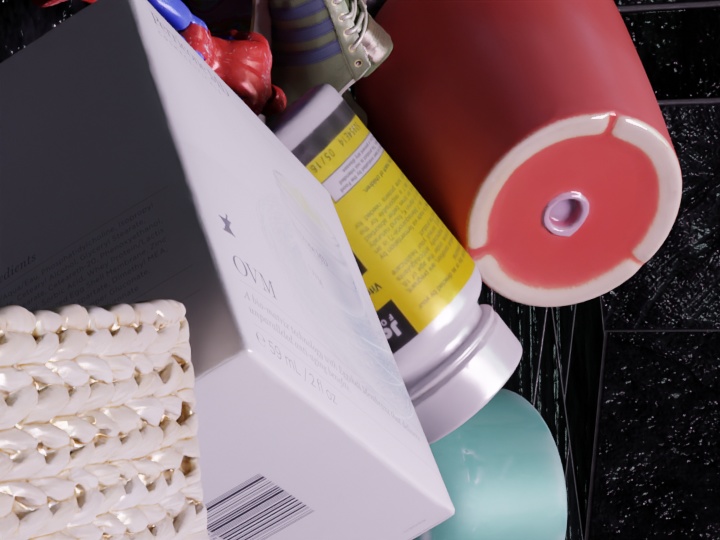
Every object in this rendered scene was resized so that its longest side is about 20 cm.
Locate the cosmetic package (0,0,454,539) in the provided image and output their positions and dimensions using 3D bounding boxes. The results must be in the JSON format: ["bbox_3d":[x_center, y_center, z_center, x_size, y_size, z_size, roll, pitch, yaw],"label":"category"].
[{"bbox_3d":[-0.075,0.021,0.706,0.199,0.122,0.201,44,19,-54],"label":"cosmetic package"}]

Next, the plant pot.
[{"bbox_3d":[0.109,-0.085,1.029,0.178,0.198,0.202,-111,-174,-50],"label":"plant pot"}]

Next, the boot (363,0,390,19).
[{"bbox_3d":[0.011,-0.220,1.139,0.200,0.149,0.074,48,-51,55],"label":"boot"}]

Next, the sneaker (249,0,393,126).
[{"bbox_3d":[-0.021,-0.158,0.980,0.201,0.089,0.067,102,5,-47],"label":"sneaker"}]

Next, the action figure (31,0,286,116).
[{"bbox_3d":[-0.125,-0.132,0.925,0.199,0.098,0.066,29,62,-48],"label":"action figure"}]

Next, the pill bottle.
[{"bbox_3d":[0.000,0.000,0.946,0.200,0.114,0.114,50,25,-9],"label":"pill bottle"}]

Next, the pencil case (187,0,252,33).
[{"bbox_3d":[-0.093,-0.229,0.997,0.200,0.086,0.088,66,28,-57],"label":"pencil case"}]

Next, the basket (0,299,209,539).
[{"bbox_3d":[-0.159,0.094,0.490,0.198,0.198,0.163,4,84,-76],"label":"basket"}]

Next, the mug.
[{"bbox_3d":[0.040,0.158,1.072,0.185,0.113,0.154,-22,-110,57],"label":"mug"}]
